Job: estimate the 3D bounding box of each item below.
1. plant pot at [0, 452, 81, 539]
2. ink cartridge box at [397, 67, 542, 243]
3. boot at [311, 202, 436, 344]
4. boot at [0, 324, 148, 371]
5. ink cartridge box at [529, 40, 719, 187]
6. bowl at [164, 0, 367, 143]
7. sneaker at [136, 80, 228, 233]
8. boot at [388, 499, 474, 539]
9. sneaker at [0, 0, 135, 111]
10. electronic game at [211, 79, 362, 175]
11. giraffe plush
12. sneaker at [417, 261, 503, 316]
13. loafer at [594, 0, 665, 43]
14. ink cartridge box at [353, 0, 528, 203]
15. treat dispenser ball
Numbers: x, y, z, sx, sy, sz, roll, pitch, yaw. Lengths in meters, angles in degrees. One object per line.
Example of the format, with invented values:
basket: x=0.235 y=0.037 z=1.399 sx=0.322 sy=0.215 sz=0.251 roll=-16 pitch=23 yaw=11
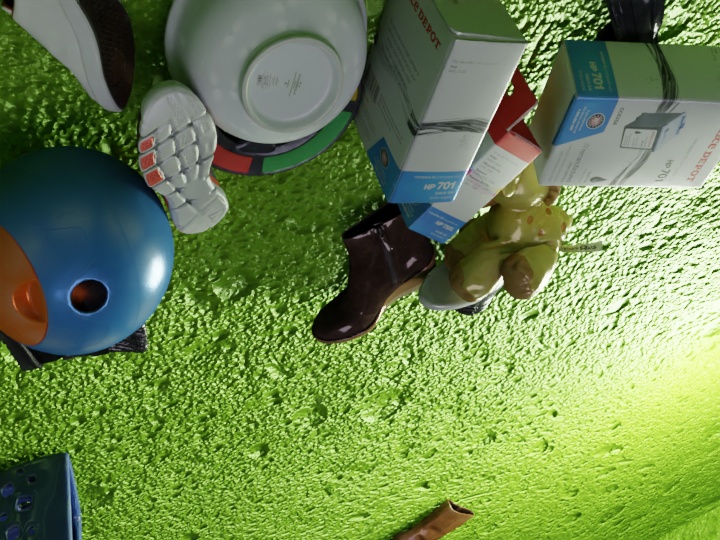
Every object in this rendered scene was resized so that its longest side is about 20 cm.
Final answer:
plant pot: x=-0.498 y=0.404 z=1.333 sx=0.177 sy=0.202 sz=0.201 roll=-3 pitch=141 yaw=-15
ink cartridge box: x=0.121 y=-0.142 z=1.034 sx=0.067 sy=0.117 sz=0.200 roll=20 pitch=127 yaw=-42
boot: x=0.000 y=0.000 z=1.193 sx=0.198 sy=0.073 sz=0.167 roll=-31 pitch=142 yaw=0
boot: x=-0.330 y=0.038 z=1.053 sx=0.155 sy=0.080 sz=0.212 roll=-9 pitch=153 yaw=-6
ink cartridge box: x=0.301 y=-0.168 z=1.014 sx=0.197 sy=0.087 sz=0.147 roll=1 pitch=147 yaw=-6
bowl: x=-0.072 y=-0.191 z=0.845 sx=0.198 sy=0.091 sz=0.203 roll=-14 pitch=135 yaw=-15
sneaker: x=-0.182 y=-0.117 z=0.888 sx=0.076 sy=0.082 sz=0.201 roll=-23 pitch=151 yaw=-15
boot: x=0.161 y=0.575 z=2.016 sx=0.199 sy=0.069 sz=0.188 roll=-39 pitch=133 yaw=10
sneaker: x=-0.255 y=-0.218 z=0.803 sx=0.083 sy=0.074 sz=0.201 roll=9 pitch=150 yaw=10
electronic game: x=-0.092 y=-0.174 z=0.946 sx=0.197 sy=0.042 sz=0.201 roll=-15 pitch=143 yaw=-11
giraffe plush: x=0.186 y=-0.077 z=1.138 sx=0.197 sy=0.173 sz=0.164 roll=-15 pitch=123 yaw=8
sneaker: x=0.137 y=0.032 z=1.257 sx=0.199 sy=0.071 sz=0.100 roll=-26 pitch=154 yaw=-43
loafer: x=0.297 y=-0.256 z=1.034 sx=0.069 sy=0.069 sz=0.201 roll=-4 pitch=150 yaw=11
ink cartridge box: x=0.069 y=-0.189 z=0.922 sx=0.085 sy=0.148 sz=0.201 roll=-1 pitch=139 yaw=-24
treat dispenser ball: x=-0.282 y=-0.020 z=0.906 sx=0.198 sy=0.202 sz=0.202 roll=-14 pitch=143 yaw=-11
